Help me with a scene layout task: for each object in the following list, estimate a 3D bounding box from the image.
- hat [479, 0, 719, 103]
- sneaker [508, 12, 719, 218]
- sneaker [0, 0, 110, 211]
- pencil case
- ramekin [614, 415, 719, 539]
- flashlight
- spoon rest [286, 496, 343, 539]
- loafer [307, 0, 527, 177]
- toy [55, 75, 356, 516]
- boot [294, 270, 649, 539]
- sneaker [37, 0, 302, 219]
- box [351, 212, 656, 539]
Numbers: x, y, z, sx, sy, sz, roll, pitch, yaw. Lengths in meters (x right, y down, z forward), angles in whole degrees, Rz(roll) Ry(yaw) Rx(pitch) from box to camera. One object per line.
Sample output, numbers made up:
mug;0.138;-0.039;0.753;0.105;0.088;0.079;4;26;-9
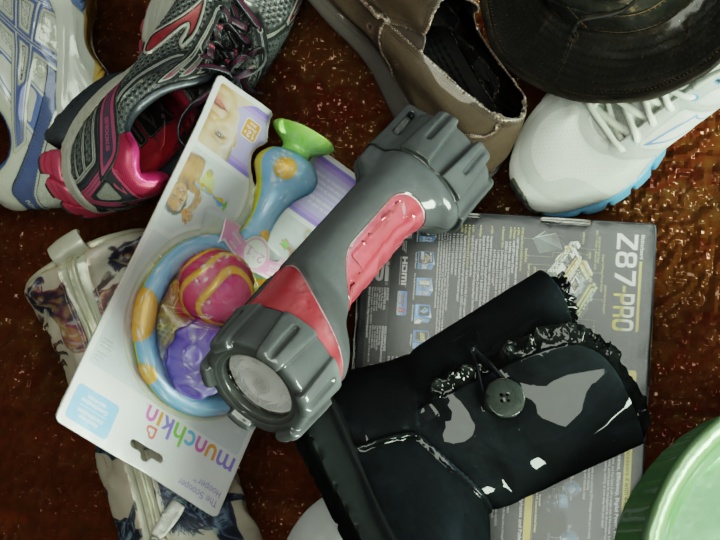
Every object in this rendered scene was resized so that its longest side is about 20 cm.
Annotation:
hat;0.122;-0.184;1.366;0.200;0.081;0.201;-16;62;34
sneaker;0.161;-0.102;1.394;0.200;0.087;0.075;-37;84;2
sneaker;-0.186;-0.130;1.433;0.088;0.075;0.200;-14;82;4
pencil case;-0.117;0.077;1.397;0.078;0.089;0.200;-20;82;3
ramekin;0.224;0.157;1.331;0.200;0.098;0.200;1;85;-12
flashlight;0.000;0.000;1.322;0.068;0.068;0.200;13;44;33
spoon rest;-0.022;0.198;1.372;0.099;0.061;0.200;36;96;-7
loafer;0.031;-0.144;1.407;0.073;0.071;0.200;-34;90;-44
toy;-0.063;0.013;1.337;0.115;0.047;0.200;35;68;-34
boot;0.074;0.110;1.310;0.168;0.076;0.200;-23;68;-10
sneaker;-0.083;-0.104;1.392;0.081;0.075;0.200;47;62;-26
box;0.074;0.069;1.400;0.161;0.049;0.200;2;85;7
